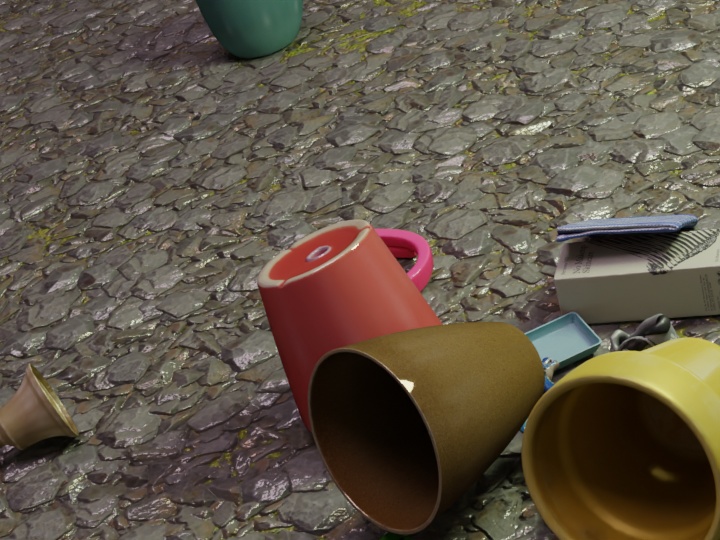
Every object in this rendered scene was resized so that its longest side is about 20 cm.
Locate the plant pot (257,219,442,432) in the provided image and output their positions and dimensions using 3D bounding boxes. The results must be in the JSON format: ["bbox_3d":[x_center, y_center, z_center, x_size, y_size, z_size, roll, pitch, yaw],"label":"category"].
[{"bbox_3d":[-0.014,0.054,1.701,0.199,0.179,0.201,-24,17,8],"label":"plant pot"}]

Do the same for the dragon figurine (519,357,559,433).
[{"bbox_3d":[0.192,0.164,1.577,0.098,0.059,0.200,-1,33,26],"label":"dragon figurine"}]

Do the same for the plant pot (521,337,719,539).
[{"bbox_3d":[0.279,0.154,1.434,0.199,0.203,0.188,6,23,34],"label":"plant pot"}]

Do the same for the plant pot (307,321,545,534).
[{"bbox_3d":[0.082,0.128,1.498,0.199,0.188,0.185,-25,29,-35],"label":"plant pot"}]

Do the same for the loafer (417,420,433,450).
[{"bbox_3d":[0.117,0.142,1.624,0.200,0.076,0.068,-45,7,-24],"label":"loafer"}]

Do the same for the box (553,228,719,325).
[{"bbox_3d":[0.326,0.008,1.754,0.198,0.069,0.082,-5,32,19],"label":"box"}]

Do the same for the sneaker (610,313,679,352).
[{"bbox_3d":[0.329,0.104,1.548,0.199,0.116,0.075,12,41,41],"label":"sneaker"}]

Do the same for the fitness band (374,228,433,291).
[{"bbox_3d":[0.000,0.000,1.967,0.198,0.038,0.144,0,35,29],"label":"fitness band"}]

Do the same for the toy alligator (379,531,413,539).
[{"bbox_3d":[0.019,0.289,1.479,0.199,0.059,0.054,-29,76,-32],"label":"toy alligator"}]

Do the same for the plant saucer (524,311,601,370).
[{"bbox_3d":[0.169,0.107,1.718,0.198,0.019,0.070,-25,36,-9],"label":"plant saucer"}]

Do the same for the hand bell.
[{"bbox_3d":[-0.446,0.210,1.827,0.199,0.105,0.104,-34,32,-6],"label":"hand bell"}]

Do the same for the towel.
[{"bbox_3d":[0.316,-0.048,1.812,0.143,0.024,0.200,-3,3,19],"label":"towel"}]

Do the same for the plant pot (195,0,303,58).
[{"bbox_3d":[-0.190,-0.474,2.713,0.198,0.162,0.201,-13,30,8],"label":"plant pot"}]
